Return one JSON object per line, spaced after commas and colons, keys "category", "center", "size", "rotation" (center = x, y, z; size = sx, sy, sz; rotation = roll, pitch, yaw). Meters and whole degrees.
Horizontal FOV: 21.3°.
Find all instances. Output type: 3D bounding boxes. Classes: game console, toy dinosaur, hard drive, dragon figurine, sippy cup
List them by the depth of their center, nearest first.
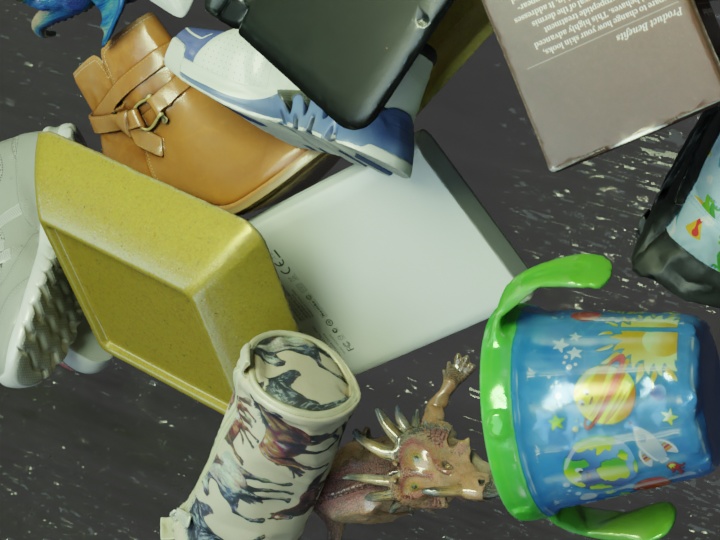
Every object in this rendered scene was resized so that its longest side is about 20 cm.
{"category": "game console", "center": [0.009, -0.209, 1.098], "size": [0.116, 0.176, 0.201], "rotation": [32, 109, -9]}
{"category": "sippy cup", "center": [0.154, 0.081, 1.175], "size": [0.129, 0.178, 0.141], "rotation": [-8, 66, 21]}
{"category": "toy dinosaur", "center": [0.017, 0.136, 1.259], "size": [0.199, 0.135, 0.086], "rotation": [-34, 87, 33]}
{"category": "hard drive", "center": [0.000, 0.000, 1.269], "size": [0.199, 0.026, 0.132], "rotation": [-25, 113, 33]}
{"category": "dragon figurine", "center": [-0.176, -0.194, 1.290], "size": [0.099, 0.059, 0.200], "rotation": [26, 141, 1]}

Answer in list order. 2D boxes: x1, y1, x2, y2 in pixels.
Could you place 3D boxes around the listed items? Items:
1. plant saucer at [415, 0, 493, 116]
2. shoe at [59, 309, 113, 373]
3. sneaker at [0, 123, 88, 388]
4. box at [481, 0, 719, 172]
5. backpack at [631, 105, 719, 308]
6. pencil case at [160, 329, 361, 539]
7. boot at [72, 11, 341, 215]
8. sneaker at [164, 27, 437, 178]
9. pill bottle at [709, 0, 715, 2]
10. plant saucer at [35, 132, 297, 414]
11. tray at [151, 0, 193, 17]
{"category": "plant saucer", "center": [0.010, -0.207, 1.213], "size": [0.200, 0.048, 0.200], "rotation": [50, 121, 8]}
{"category": "shoe", "center": [-0.263, 0.012, 1.428], "size": [0.200, 0.071, 0.091], "rotation": [52, 125, 12]}
{"category": "sneaker", "center": [-0.242, -0.008, 1.354], "size": [0.081, 0.075, 0.201], "rotation": [-3, 60, 13]}
{"category": "box", "center": [0.109, -0.162, 0.963], "size": [0.100, 0.075, 0.201], "rotation": [-21, 90, 19]}
{"category": "backpack", "center": [0.251, -0.081, 1.031], "size": [0.153, 0.163, 0.201], "rotation": [27, 121, 22]}
{"category": "pencil case", "center": [-0.065, 0.124, 1.234], "size": [0.078, 0.089, 0.201], "rotation": [-104, 27, -42]}
{"category": "boot", "center": [-0.108, -0.107, 1.299], "size": [0.199, 0.074, 0.156], "rotation": [-26, 87, 31]}
{"category": "sneaker", "center": [-0.020, -0.135, 1.183], "size": [0.199, 0.080, 0.116], "rotation": [23, 85, 42]}
{"category": "pill bottle", "center": [0.178, -0.204, 1.055], "size": [0.198, 0.116, 0.117], "rotation": [-13, 99, 13]}
{"category": "plant saucer", "center": [-0.130, 0.019, 1.276], "size": [0.199, 0.049, 0.201], "rotation": [24, 149, 32]}
{"category": "tray", "center": [-0.117, -0.266, 1.174], "size": [0.107, 0.022, 0.201], "rotation": [32, 113, 12]}
